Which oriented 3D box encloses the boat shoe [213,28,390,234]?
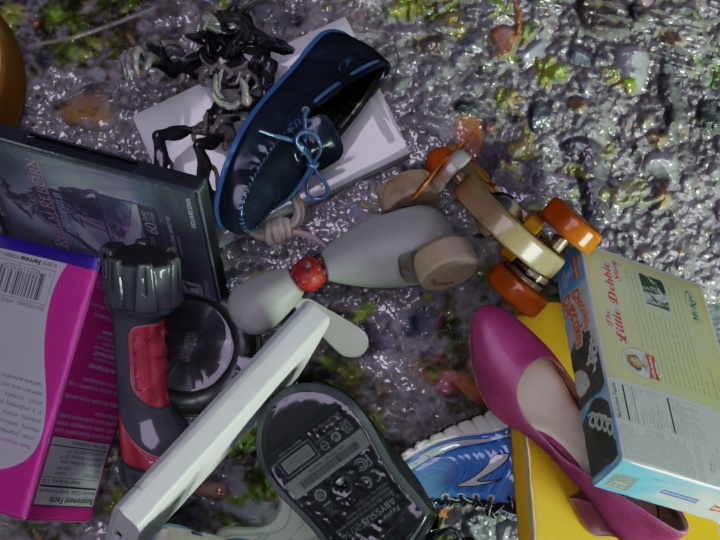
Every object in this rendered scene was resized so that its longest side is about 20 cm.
[{"bbox_3d":[-0.042,-0.110,0.931,0.068,0.084,0.201,23,69,18],"label":"boat shoe"}]

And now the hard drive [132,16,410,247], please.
[{"bbox_3d":[-0.075,-0.112,1.008,0.199,0.026,0.133,-25,81,-1],"label":"hard drive"}]

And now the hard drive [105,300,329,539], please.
[{"bbox_3d":[-0.105,0.118,0.869,0.027,0.132,0.200,41,63,5],"label":"hard drive"}]

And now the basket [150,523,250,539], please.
[{"bbox_3d":[-0.104,0.271,0.830,0.175,0.201,0.140,14,37,-20],"label":"basket"}]

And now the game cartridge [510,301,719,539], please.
[{"bbox_3d":[0.192,0.124,0.921,0.175,0.032,0.202,1,79,-26],"label":"game cartridge"}]

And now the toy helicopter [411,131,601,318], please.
[{"bbox_3d":[0.089,-0.058,0.912,0.132,0.200,0.079,34,103,-22],"label":"toy helicopter"}]

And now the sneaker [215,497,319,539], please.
[{"bbox_3d":[-0.107,0.251,0.939,0.199,0.075,0.081,-30,69,-6],"label":"sneaker"}]

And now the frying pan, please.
[{"bbox_3d":[-0.112,0.087,0.981,0.190,0.031,0.115,40,86,11],"label":"frying pan"}]

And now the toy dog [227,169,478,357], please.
[{"bbox_3d":[0.000,0.000,0.961,0.198,0.096,0.133,-6,63,14],"label":"toy dog"}]

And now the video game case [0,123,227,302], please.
[{"bbox_3d":[-0.206,-0.046,0.940,0.199,0.143,0.019,15,56,11],"label":"video game case"}]

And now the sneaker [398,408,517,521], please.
[{"bbox_3d":[0.091,0.161,0.933,0.199,0.079,0.090,-24,78,-1],"label":"sneaker"}]

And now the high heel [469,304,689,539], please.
[{"bbox_3d":[0.150,0.106,0.832,0.067,0.096,0.201,-29,94,-27],"label":"high heel"}]

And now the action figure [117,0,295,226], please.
[{"bbox_3d":[-0.124,-0.139,0.949,0.118,0.102,0.201,12,84,27],"label":"action figure"}]

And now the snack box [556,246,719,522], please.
[{"bbox_3d":[0.207,0.075,0.852,0.115,0.037,0.201,18,43,-18],"label":"snack box"}]

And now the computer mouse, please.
[{"bbox_3d":[-0.006,0.172,0.886,0.138,0.053,0.201,-32,90,5],"label":"computer mouse"}]

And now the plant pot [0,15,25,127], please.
[{"bbox_3d":[-0.394,-0.170,0.954,0.198,0.183,0.202,0,81,3],"label":"plant pot"}]

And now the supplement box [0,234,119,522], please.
[{"bbox_3d":[-0.250,0.087,0.940,0.101,0.103,0.201,13,81,20],"label":"supplement box"}]

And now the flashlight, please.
[{"bbox_3d":[-0.157,0.079,0.917,0.067,0.068,0.201,-10,117,-26],"label":"flashlight"}]
